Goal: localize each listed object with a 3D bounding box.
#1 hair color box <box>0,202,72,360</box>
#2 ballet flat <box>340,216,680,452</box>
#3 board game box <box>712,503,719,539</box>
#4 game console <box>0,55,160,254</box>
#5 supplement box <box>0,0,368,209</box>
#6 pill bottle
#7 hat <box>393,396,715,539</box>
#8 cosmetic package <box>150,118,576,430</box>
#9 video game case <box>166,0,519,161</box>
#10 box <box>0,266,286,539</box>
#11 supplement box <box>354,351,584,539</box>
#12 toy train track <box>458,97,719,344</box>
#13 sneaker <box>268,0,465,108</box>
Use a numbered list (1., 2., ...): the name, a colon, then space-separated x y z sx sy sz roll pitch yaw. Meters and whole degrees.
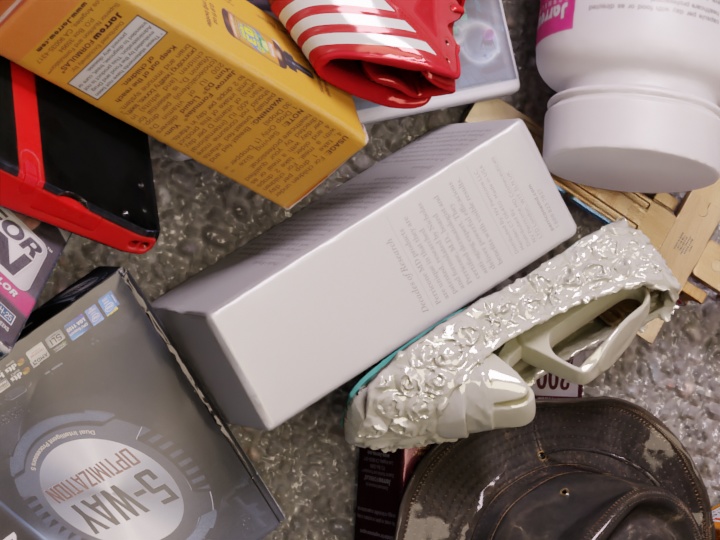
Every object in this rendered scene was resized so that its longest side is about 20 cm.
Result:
1. hair color box: -0.187 -0.039 1.264 0.100 0.060 0.200 42 35 -17
2. ballet flat: 0.084 0.040 1.363 0.200 0.072 0.072 -33 102 -22
3. board game box: 0.339 0.195 1.473 0.200 0.200 0.200 -25 100 -21
4. game console: -0.176 -0.112 1.272 0.177 0.031 0.200 26 42 -40
5. supplement box: -0.090 -0.104 1.284 0.200 0.067 0.069 27 123 -35
6. pill bottle: 0.153 -0.149 1.426 0.113 0.113 0.200 11 77 -23
7. hat: 0.118 0.157 1.380 0.200 0.081 0.201 -1 92 -27
8. cosmetic package: 0.000 0.000 1.382 0.200 0.101 0.071 -32 103 -19
9. video game case: -0.025 -0.164 1.405 0.200 0.023 0.182 -13 90 -23
10. box: -0.161 0.118 1.344 0.200 0.044 0.160 -35 103 -19
11. supplement box: 0.056 0.137 1.428 0.109 0.061 0.201 3 90 -24
12. toy train track: 0.139 -0.036 1.481 0.200 0.033 0.115 33 78 -12
13. sneaker: 0.039 -0.141 1.356 0.200 0.078 0.116 -19 79 -30
